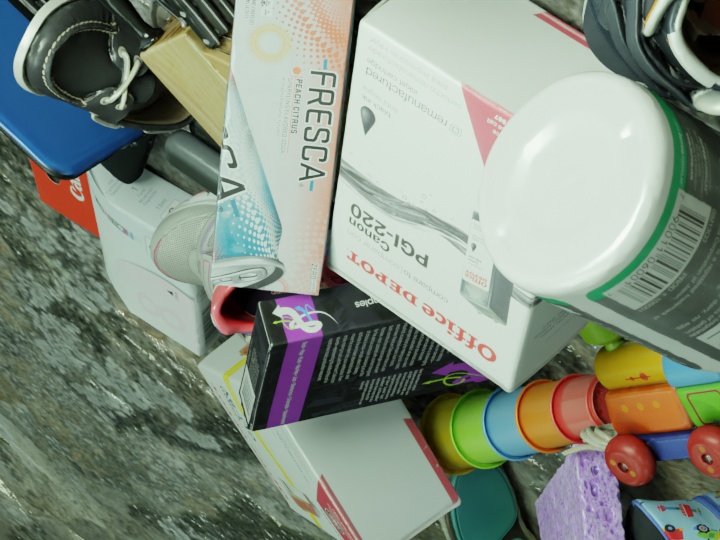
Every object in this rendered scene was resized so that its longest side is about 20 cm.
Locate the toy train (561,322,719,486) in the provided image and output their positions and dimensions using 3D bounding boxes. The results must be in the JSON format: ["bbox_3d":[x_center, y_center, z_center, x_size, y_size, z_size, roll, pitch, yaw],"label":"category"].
[{"bbox_3d":[0.160,0.062,1.324,0.200,0.085,0.116,-12,113,52],"label":"toy train"}]

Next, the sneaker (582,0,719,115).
[{"bbox_3d":[0.156,-0.118,1.046,0.078,0.079,0.200,45,156,-13],"label":"sneaker"}]

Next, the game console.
[{"bbox_3d":[-0.248,-0.129,1.524,0.200,0.118,0.171,43,155,5],"label":"game console"}]

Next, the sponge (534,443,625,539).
[{"bbox_3d":[0.151,0.193,1.505,0.030,0.112,0.200,-4,163,-4],"label":"sponge"}]

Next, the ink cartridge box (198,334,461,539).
[{"bbox_3d":[-0.027,0.116,1.597,0.145,0.083,0.200,58,167,-15],"label":"ink cartridge box"}]

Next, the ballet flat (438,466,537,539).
[{"bbox_3d":[0.092,0.198,1.675,0.062,0.067,0.200,27,153,47],"label":"ballet flat"}]

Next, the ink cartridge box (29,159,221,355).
[{"bbox_3d":[-0.195,-0.035,1.705,0.200,0.057,0.163,27,153,16],"label":"ink cartridge box"}]

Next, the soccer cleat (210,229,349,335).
[{"bbox_3d":[0.000,0.000,1.365,0.200,0.073,0.068,-14,106,19],"label":"soccer cleat"}]

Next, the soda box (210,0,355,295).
[{"bbox_3d":[-0.045,-0.088,1.263,0.068,0.064,0.200,6,117,-2],"label":"soda box"}]

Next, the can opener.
[{"bbox_3d":[-0.043,-0.050,1.464,0.200,0.053,0.067,33,155,20],"label":"can opener"}]

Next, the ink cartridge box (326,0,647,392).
[{"bbox_3d":[0.066,-0.051,1.219,0.146,0.085,0.200,35,144,22],"label":"ink cartridge box"}]

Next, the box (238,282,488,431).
[{"bbox_3d":[0.028,0.041,1.372,0.143,0.200,0.036,108,149,-63],"label":"box"}]

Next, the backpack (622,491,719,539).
[{"bbox_3d":[0.253,0.233,1.426,0.183,0.134,0.200,78,167,-51],"label":"backpack"}]

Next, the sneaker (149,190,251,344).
[{"bbox_3d":[-0.073,0.005,1.527,0.200,0.088,0.081,9,142,35],"label":"sneaker"}]

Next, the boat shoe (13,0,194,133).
[{"bbox_3d":[-0.157,-0.126,1.400,0.060,0.074,0.200,33,-177,15],"label":"boat shoe"}]

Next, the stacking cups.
[{"bbox_3d":[0.119,0.101,1.494,0.061,0.061,0.200,47,149,-16],"label":"stacking cups"}]

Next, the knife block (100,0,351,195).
[{"bbox_3d":[-0.091,-0.137,1.373,0.175,0.064,0.200,29,153,24],"label":"knife block"}]

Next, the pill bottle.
[{"bbox_3d":[0.161,-0.014,1.092,0.113,0.113,0.200,11,170,46],"label":"pill bottle"}]
